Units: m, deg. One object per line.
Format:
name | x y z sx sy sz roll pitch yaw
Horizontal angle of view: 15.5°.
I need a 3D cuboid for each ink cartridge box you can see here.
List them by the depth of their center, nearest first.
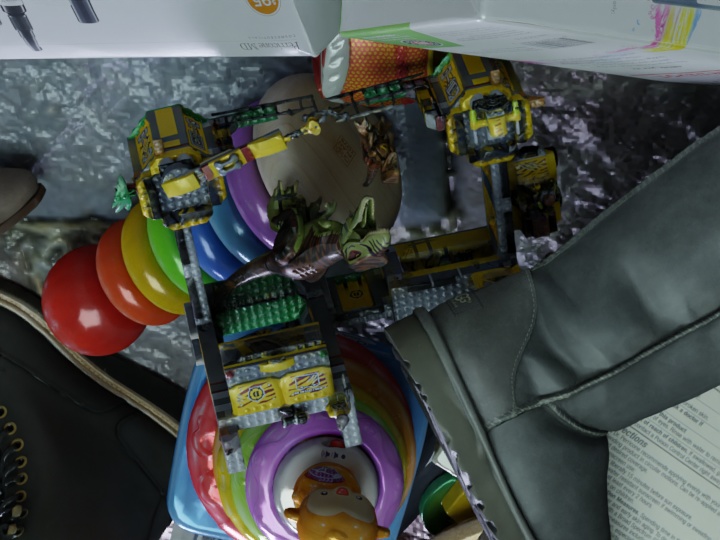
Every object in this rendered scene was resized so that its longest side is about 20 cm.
ink cartridge box | 0.106 -0.116 1.050 0.199 0.068 0.117 5 179 -28

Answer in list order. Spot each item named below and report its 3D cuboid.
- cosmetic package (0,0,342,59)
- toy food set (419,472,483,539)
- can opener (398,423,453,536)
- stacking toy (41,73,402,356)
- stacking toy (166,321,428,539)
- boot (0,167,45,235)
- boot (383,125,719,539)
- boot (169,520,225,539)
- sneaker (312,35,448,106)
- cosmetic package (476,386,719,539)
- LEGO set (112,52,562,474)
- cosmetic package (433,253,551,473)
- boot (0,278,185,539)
cosmetic package | -0.098 -0.134 1.114 0.199 0.051 0.083 3 130 38
toy food set | 0.085 0.177 1.336 0.199 0.049 0.198 17 126 -28
can opener | 0.002 0.118 1.327 0.078 0.064 0.200 29 130 -25
stacking toy | -0.078 -0.016 1.235 0.200 0.086 0.085 -27 118 36
stacking toy | -0.020 0.091 1.170 0.116 0.200 0.110 13 96 -7
boot | -0.269 -0.048 1.263 0.200 0.070 0.146 -28 106 14
boot | 0.130 0.043 1.060 0.200 0.073 0.182 -28 111 -4
boot | -0.045 0.134 1.306 0.090 0.073 0.201 19 102 11
sneaker | 0.019 -0.156 1.111 0.077 0.073 0.200 -2 136 -5
cosmetic package | 0.129 0.092 1.133 0.103 0.073 0.200 36 100 1
LEGO set | 0.000 0.000 1.096 0.199 0.116 0.154 -6 125 -9
cosmetic package | 0.145 0.088 1.212 0.200 0.073 0.104 31 101 0
boot | -0.178 0.085 1.296 0.199 0.139 0.078 24 131 -4
